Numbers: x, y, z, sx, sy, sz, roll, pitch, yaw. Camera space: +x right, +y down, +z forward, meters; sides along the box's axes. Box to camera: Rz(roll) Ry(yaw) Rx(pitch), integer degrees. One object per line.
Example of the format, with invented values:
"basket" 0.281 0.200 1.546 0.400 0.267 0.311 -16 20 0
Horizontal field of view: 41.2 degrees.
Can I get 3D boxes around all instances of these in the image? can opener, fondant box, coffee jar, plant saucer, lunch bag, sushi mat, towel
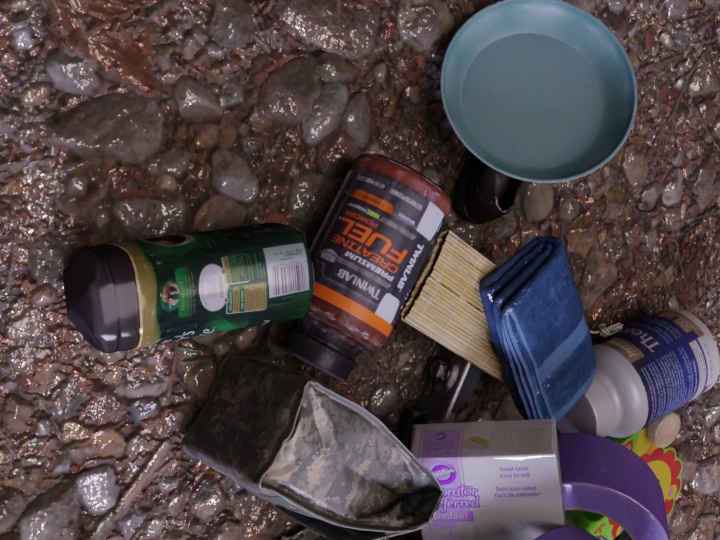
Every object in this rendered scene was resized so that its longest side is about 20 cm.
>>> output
"can opener" 0.079 0.175 1.021 0.066 0.053 0.202 24 87 -33
"fondant box" 0.133 0.248 0.963 0.142 0.058 0.203 -4 116 14
"coffee jar" -0.146 0.013 0.815 0.198 0.104 0.087 -9 101 -30
"plant saucer" 0.175 -0.176 0.960 0.197 0.036 0.203 1 74 -3
"lunch bag" -0.038 0.173 0.879 0.199 0.163 0.119 34 75 -32
"sushi mat" 0.120 0.042 0.960 0.199 0.012 0.097 33 84 -43
"towel" 0.191 0.069 0.989 0.111 0.048 0.202 -40 128 -21

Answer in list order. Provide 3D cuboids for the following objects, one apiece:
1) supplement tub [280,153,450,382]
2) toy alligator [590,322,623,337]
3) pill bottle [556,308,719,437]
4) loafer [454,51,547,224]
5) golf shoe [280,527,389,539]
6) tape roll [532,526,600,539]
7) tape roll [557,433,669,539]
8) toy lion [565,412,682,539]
"supplement tub" 0.000 0.000 0.904 0.106 0.106 0.202 30 82 -33
"toy alligator" 0.214 0.066 1.089 0.198 0.059 0.055 -13 66 -30
"pill bottle" 0.319 0.128 1.131 0.198 0.110 0.113 -21 110 -28
"loafer" 0.168 -0.140 1.006 0.072 0.071 0.203 20 88 -33
"golf shoe" -0.035 0.282 0.957 0.088 0.077 0.202 35 80 -27
"tape roll" 0.193 0.351 0.899 0.198 0.085 0.203 -16 117 -34
"tape roll" 0.236 0.286 1.052 0.197 0.085 0.203 5 119 9
"toy lion" 0.328 0.268 1.200 0.198 0.068 0.194 -21 117 -28
